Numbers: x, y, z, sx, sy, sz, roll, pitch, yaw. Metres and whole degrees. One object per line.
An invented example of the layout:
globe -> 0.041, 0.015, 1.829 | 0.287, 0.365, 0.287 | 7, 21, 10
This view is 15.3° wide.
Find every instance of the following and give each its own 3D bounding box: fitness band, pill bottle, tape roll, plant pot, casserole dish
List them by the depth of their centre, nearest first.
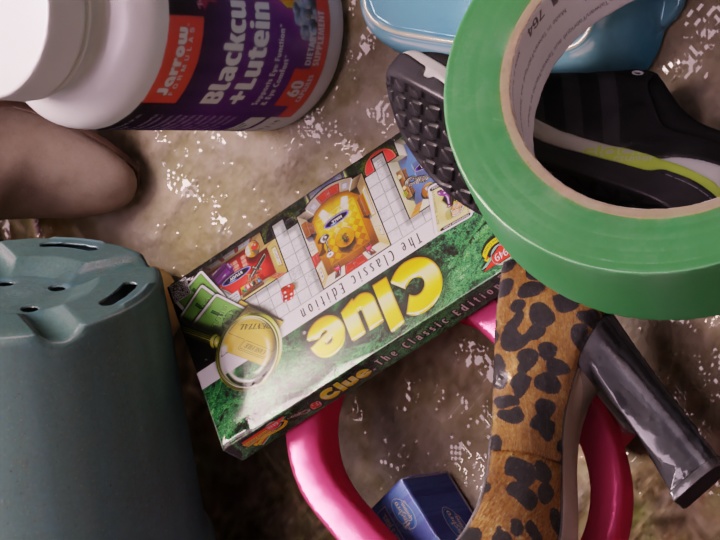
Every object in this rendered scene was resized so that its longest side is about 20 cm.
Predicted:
tape roll -> 0.138, -0.077, 1.168 | 0.200, 0.048, 0.201 | -7, 61, 13
fitness band -> 0.049, 0.092, 1.297 | 0.144, 0.037, 0.200 | -48, 59, 6
casserole dish -> 0.069, -0.154, 1.302 | 0.200, 0.039, 0.121 | 11, 99, 39
pill bottle -> -0.112, -0.126, 1.352 | 0.111, 0.200, 0.112 | 3, 94, 41
plant pot -> -0.169, 0.098, 1.382 | 0.200, 0.200, 0.197 | 14, 117, 40

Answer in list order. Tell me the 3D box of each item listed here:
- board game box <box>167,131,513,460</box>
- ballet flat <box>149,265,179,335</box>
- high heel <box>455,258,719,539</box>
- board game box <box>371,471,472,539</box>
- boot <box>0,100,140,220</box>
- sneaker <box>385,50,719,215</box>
board game box -> 0.000, 0.000, 1.324 | 0.200, 0.023, 0.105 | -34, 58, 17
ballet flat -> -0.182, 0.051, 1.512 | 0.200, 0.063, 0.069 | -37, 68, 36
high heel -> 0.050, 0.093, 1.231 | 0.200, 0.071, 0.143 | -35, 68, -3
board game box -> 0.023, 0.241, 1.354 | 0.199, 0.043, 0.200 | -48, 61, 32
boot -> -0.234, -0.033, 1.449 | 0.200, 0.146, 0.070 | 10, 124, 7
sneaker -> 0.105, -0.060, 1.250 | 0.200, 0.083, 0.072 | 27, 146, 28
